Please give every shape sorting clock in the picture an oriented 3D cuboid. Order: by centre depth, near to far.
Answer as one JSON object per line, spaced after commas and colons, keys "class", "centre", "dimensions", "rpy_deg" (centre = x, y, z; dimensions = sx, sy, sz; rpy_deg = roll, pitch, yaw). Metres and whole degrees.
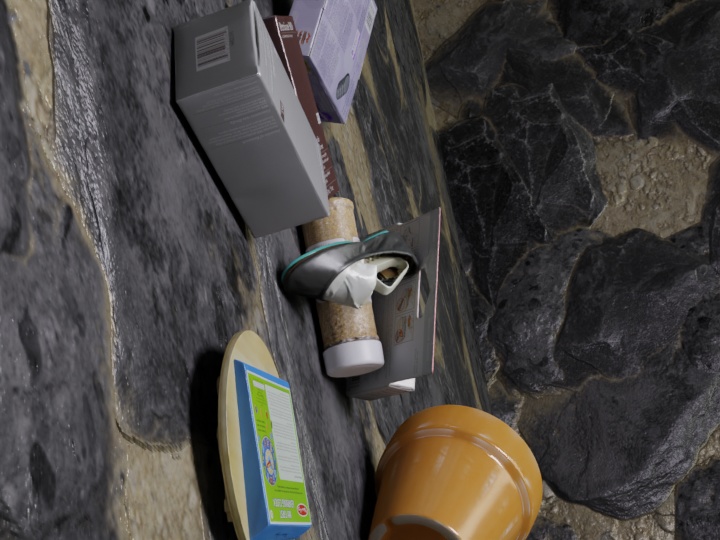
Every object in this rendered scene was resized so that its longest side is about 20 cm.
{"class": "shape sorting clock", "centre": [-0.082, 0.148, 1.001], "dimensions": [0.200, 0.039, 0.201], "rpy_deg": [-13, 90, -82]}

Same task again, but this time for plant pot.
{"class": "plant pot", "centre": [0.095, 0.287, 1.454], "dimensions": [0.183, 0.199, 0.201], "rpy_deg": [-46, 124, -59]}

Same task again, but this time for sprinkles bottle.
{"class": "sprinkles bottle", "centre": [-0.023, 0.019, 1.437], "dimensions": [0.068, 0.068, 0.201], "rpy_deg": [46, 32, -72]}

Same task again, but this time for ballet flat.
{"class": "ballet flat", "centre": [0.000, 0.000, 1.355], "dimensions": [0.068, 0.068, 0.200], "rpy_deg": [44, 35, 20]}

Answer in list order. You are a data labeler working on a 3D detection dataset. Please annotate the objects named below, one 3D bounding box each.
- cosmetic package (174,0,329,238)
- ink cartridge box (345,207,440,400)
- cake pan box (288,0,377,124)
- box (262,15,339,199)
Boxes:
{"class": "cosmetic package", "centre": [-0.099, -0.135, 1.161], "dimensions": [0.200, 0.090, 0.107], "rpy_deg": [60, 16, -50]}
{"class": "ink cartridge box", "centre": [0.051, 0.042, 1.463], "dimensions": [0.043, 0.173, 0.201], "rpy_deg": [15, 70, -33]}
{"class": "cake pan box", "centre": [-0.038, -0.326, 1.670], "dimensions": [0.184, 0.052, 0.201], "rpy_deg": [57, 45, -66]}
{"class": "box", "centre": [-0.086, -0.164, 1.319], "dimensions": [0.100, 0.075, 0.201], "rpy_deg": [-58, 133, -76]}
